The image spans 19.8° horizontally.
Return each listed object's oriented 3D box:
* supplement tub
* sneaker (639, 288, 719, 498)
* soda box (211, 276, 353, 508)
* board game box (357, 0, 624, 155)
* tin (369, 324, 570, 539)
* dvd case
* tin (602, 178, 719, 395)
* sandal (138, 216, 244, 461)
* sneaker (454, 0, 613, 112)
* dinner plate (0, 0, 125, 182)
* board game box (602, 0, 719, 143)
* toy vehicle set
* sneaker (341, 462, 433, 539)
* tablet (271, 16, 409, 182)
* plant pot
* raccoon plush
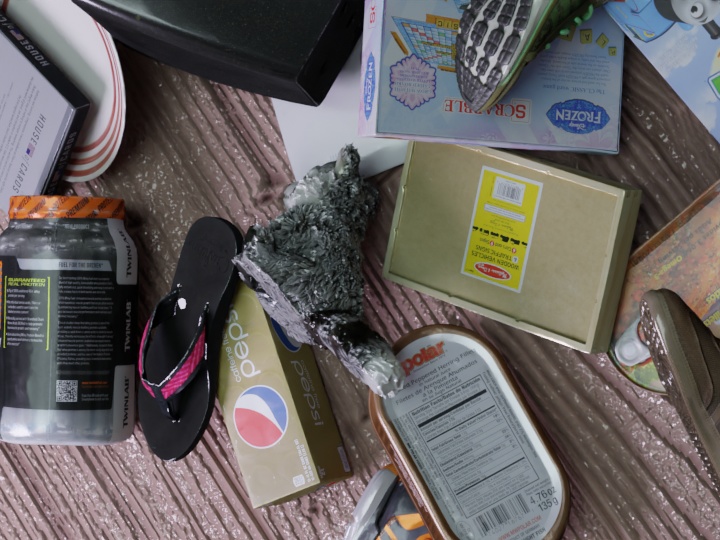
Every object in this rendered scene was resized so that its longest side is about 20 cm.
[{"bbox_3d":[-0.244,0.040,1.701,0.121,0.122,0.202,2,90,25],"label":"supplement tub"},{"bbox_3d":[0.265,0.090,1.474,0.075,0.070,0.201,-27,107,-2],"label":"sneaker"},{"bbox_3d":[-0.077,0.084,1.654,0.067,0.064,0.202,-23,79,24],"label":"soda box"},{"bbox_3d":[0.100,-0.191,1.521,0.198,0.041,0.202,4,90,-20],"label":"board game box"},{"bbox_3d":[0.084,0.134,1.563,0.111,0.042,0.201,-26,74,-14],"label":"tin"},{"bbox_3d":[-0.319,-0.150,1.760,0.200,0.025,0.151,45,132,18],"label":"dvd case"},{"bbox_3d":[0.264,0.009,1.512,0.200,0.042,0.112,-41,69,19],"label":"tin"},{"bbox_3d":[-0.144,0.054,1.628,0.075,0.045,0.202,23,106,32],"label":"sandal"},{"bbox_3d":[0.142,-0.190,1.452,0.201,0.088,0.077,-57,37,21],"label":"sneaker"},{"bbox_3d":[-0.256,-0.173,1.727,0.199,0.024,0.202,25,128,37],"label":"dinner plate"},{"bbox_3d":[0.263,-0.204,1.483,0.151,0.037,0.200,-41,94,19],"label":"board game box"},{"bbox_3d":[0.111,-0.027,1.562,0.199,0.026,0.125,21,105,34],"label":"toy vehicle set"},{"bbox_3d":[0.026,0.259,1.596,0.112,0.077,0.201,29,101,24],"label":"sneaker"},{"bbox_3d":[0.020,-0.149,1.641,0.199,0.014,0.131,-21,80,23],"label":"tablet"},{"bbox_3d":[-0.080,-0.235,1.585,0.176,0.200,0.201,29,89,9],"label":"plant pot"},{"bbox_3d":[0.000,0.000,1.585,0.134,0.097,0.200,-41,70,-15],"label":"raccoon plush"}]
